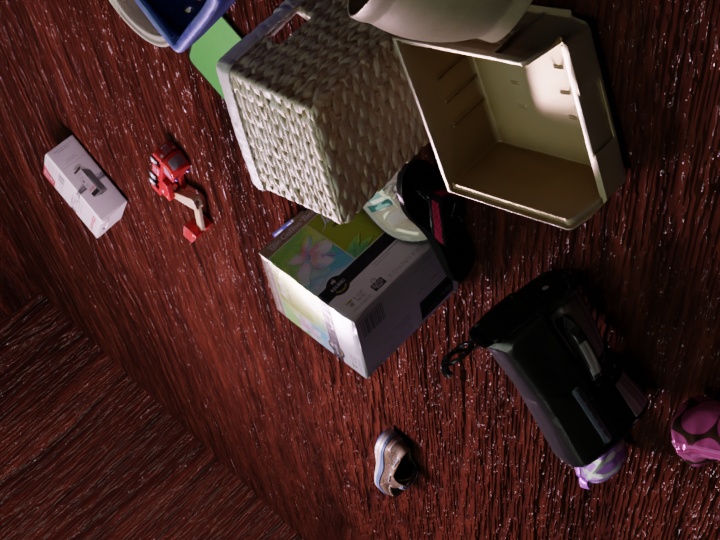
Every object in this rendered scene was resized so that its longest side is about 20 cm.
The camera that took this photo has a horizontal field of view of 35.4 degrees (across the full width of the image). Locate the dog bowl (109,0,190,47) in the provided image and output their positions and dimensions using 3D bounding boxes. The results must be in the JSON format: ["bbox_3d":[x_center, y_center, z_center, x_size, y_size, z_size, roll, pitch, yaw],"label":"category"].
[{"bbox_3d":[-0.310,-0.430,1.635,0.199,0.074,0.201,39,155,21],"label":"dog bowl"}]

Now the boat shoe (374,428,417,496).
[{"bbox_3d":[0.072,0.399,2.239,0.072,0.072,0.202,33,152,30],"label":"boat shoe"}]

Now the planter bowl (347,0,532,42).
[{"bbox_3d":[0.091,-0.287,1.003,0.133,0.203,0.200,25,163,-16],"label":"planter bowl"}]

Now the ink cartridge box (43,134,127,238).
[{"bbox_3d":[-0.635,-0.191,2.598,0.201,0.083,0.147,50,158,-2],"label":"ink cartridge box"}]

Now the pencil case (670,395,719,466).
[{"bbox_3d":[0.427,0.188,1.223,0.091,0.093,0.199,55,158,-17],"label":"pencil case"}]

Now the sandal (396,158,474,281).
[{"bbox_3d":[0.109,-0.066,1.449,0.045,0.075,0.201,11,144,46],"label":"sandal"}]

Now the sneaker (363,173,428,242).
[{"bbox_3d":[0.029,-0.118,1.503,0.199,0.070,0.094,41,163,26],"label":"sneaker"}]

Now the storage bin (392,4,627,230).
[{"bbox_3d":[0.158,-0.165,1.163,0.197,0.093,0.202,24,146,47],"label":"storage bin"}]

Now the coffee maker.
[{"bbox_3d":[0.229,0.132,1.385,0.202,0.190,0.135,56,-160,-15],"label":"coffee maker"}]

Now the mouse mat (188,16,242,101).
[{"bbox_3d":[-0.198,-0.309,1.706,0.161,0.008,0.200,49,157,2],"label":"mouse mat"}]

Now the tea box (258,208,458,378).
[{"bbox_3d":[0.000,0.000,1.575,0.196,0.200,0.135,32,153,32],"label":"tea box"}]

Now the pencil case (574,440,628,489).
[{"bbox_3d":[0.283,0.189,1.503,0.201,0.085,0.083,55,155,-17],"label":"pencil case"}]

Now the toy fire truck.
[{"bbox_3d":[-0.344,-0.150,2.172,0.141,0.049,0.200,46,156,7],"label":"toy fire truck"}]

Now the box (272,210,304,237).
[{"bbox_3d":[-0.063,-0.003,1.905,0.201,0.032,0.121,53,158,-5],"label":"box"}]

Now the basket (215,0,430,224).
[{"bbox_3d":[-0.036,-0.202,1.336,0.159,0.198,0.202,27,149,33],"label":"basket"}]

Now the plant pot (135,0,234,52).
[{"bbox_3d":[-0.187,-0.404,1.309,0.201,0.179,0.199,52,157,-8],"label":"plant pot"}]
